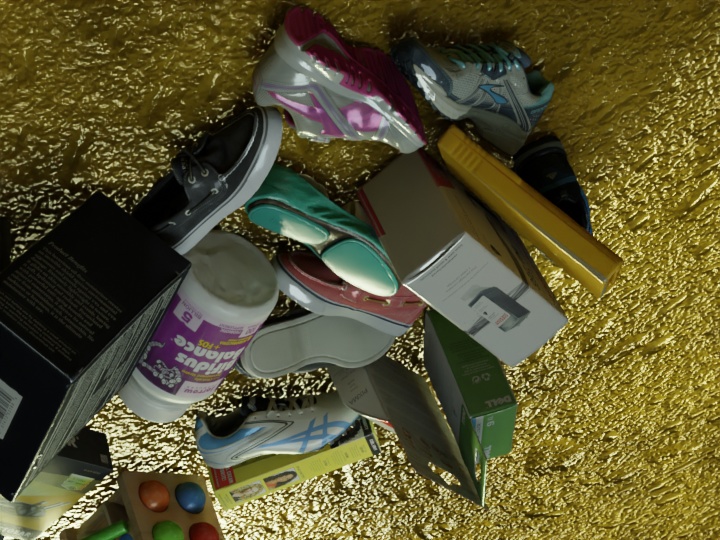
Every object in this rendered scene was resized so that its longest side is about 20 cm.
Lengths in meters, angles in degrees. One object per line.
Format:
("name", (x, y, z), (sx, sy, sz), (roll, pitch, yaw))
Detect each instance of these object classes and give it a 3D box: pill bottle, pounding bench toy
("pill bottle", (-0.170, 0.062, 1.626), (0.111, 0.113, 0.200), (7, 136, -32))
("pounding bench toy", (-0.273, 0.318, 1.878), (0.199, 0.125, 0.156), (10, 135, -45))

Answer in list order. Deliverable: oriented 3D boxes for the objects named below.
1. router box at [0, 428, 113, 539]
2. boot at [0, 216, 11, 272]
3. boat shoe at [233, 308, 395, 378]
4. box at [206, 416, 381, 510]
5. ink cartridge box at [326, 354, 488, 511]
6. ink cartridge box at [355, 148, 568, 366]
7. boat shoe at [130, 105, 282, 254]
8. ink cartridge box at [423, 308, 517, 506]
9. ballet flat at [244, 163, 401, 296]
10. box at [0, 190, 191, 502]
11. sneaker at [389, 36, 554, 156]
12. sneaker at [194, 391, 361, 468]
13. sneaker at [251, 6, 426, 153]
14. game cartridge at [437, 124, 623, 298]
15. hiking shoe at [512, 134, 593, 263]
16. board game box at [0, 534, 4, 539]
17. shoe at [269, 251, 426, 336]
("router box", (-0.397, 0.220, 1.777), (0.199, 0.053, 0.157), (22, 127, -42))
("boot", (-0.431, 0.007, 1.485), (0.198, 0.066, 0.165), (6, 135, -24))
("boat shoe", (-0.054, 0.076, 1.741), (0.199, 0.075, 0.060), (-15, -171, -34))
("box", (-0.080, 0.206, 1.888), (0.198, 0.076, 0.050), (-20, 142, 3))
("ink cartridge box", (0.050, 0.178, 1.801), (0.050, 0.201, 0.161), (-38, 140, 17))
("ink cartridge box", (0.103, -0.013, 1.609), (0.085, 0.146, 0.200), (-38, 135, 13))
("boat shoe", (-0.149, -0.086, 1.490), (0.066, 0.071, 0.200), (14, 140, -38))
("ink cartridge box", (0.128, 0.144, 1.792), (0.059, 0.201, 0.104), (-14, 145, -10))
("ballet flat", (-0.028, -0.047, 1.578), (0.199, 0.071, 0.067), (31, 143, -33))
("box", (-0.282, 0.068, 1.492), (0.198, 0.123, 0.200), (-48, 174, -48))
("sneaker", (0.105, -0.182, 1.486), (0.086, 0.078, 0.199), (-48, 143, 16))
("sneaker", (-0.092, 0.169, 1.832), (0.198, 0.072, 0.073), (-15, 117, 2))
("sneaker", (-0.021, -0.156, 1.451), (0.088, 0.082, 0.199), (-35, 135, 28))
("game cartridge", (0.161, -0.054, 1.529), (0.032, 0.200, 0.176), (-48, 172, 1))
("hiking shoe", (0.203, -0.048, 1.675), (0.074, 0.087, 0.200), (-24, 144, 7))
("board game box", (-0.467, 0.333, 1.808), (0.199, 0.201, 0.062), (-5, 146, -42))
("shoe", (0.000, 0.000, 1.667), (0.199, 0.072, 0.091), (21, 119, -40))
